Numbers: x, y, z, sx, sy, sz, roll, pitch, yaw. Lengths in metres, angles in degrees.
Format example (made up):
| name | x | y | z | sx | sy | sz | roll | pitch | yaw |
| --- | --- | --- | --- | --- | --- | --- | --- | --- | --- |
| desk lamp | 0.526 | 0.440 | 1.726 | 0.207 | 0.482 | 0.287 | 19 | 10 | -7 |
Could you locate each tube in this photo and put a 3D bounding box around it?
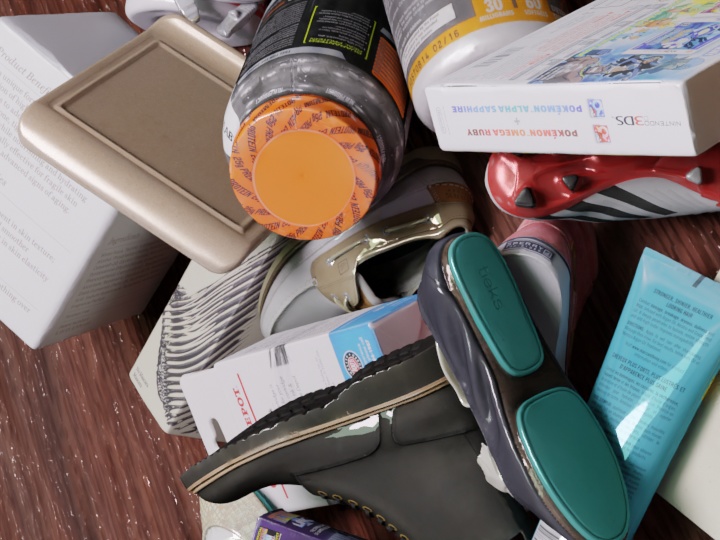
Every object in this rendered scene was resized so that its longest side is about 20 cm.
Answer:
| name | x | y | z | sx | sy | sz | roll | pitch | yaw |
| --- | --- | --- | --- | --- | --- | --- | --- | --- | --- |
| tube | 0.154 | 0.093 | 0.948 | 0.077 | 0.050 | 0.201 | 27 | 97 | 30 |

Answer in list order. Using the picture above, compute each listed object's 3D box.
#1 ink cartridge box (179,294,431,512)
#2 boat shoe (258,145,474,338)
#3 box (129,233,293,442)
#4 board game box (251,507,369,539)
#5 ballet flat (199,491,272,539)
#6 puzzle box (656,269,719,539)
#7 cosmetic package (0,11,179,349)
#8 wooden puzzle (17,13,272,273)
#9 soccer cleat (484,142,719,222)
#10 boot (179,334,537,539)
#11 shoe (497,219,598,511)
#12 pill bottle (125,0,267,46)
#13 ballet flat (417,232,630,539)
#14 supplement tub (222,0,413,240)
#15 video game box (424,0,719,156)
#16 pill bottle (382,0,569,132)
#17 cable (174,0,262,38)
| name | x | y | z | sx | sy | sz | roll | pitch | yaw |
| --- | --- | --- | --- | --- | --- | --- | --- | --- | --- |
| ink cartridge box | -0.023 | 0.095 | 1.125 | 0.199 | 0.067 | 0.117 | -16 | 98 | 44 |
| boat shoe | 0.000 | 0.000 | 1.153 | 0.200 | 0.074 | 0.069 | -44 | 45 | 29 |
| box | -0.094 | 0.028 | 1.252 | 0.082 | 0.068 | 0.201 | 47 | 115 | 44 |
| board game box | -0.012 | 0.274 | 1.049 | 0.164 | 0.057 | 0.202 | 16 | 92 | 12 |
| ballet flat | -0.063 | 0.224 | 1.120 | 0.200 | 0.062 | 0.068 | 53 | 137 | 15 |
| puzzle box | 0.242 | 0.103 | 0.899 | 0.200 | 0.025 | 0.134 | 40 | 109 | 45 |
| cosmetic package | -0.227 | -0.076 | 1.312 | 0.167 | 0.166 | 0.201 | 40 | 112 | 14 |
| wooden puzzle | -0.120 | -0.092 | 1.181 | 0.184 | 0.200 | 0.037 | 33 | 131 | 7 |
| soccer cleat | 0.172 | -0.062 | 0.960 | 0.198 | 0.085 | 0.069 | -7 | 87 | 9 |
| boot | -0.002 | 0.140 | 1.012 | 0.199 | 0.077 | 0.139 | -25 | 95 | 26 |
| shoe | 0.107 | 0.056 | 1.033 | 0.071 | 0.091 | 0.202 | 16 | 121 | 19 |
| pill bottle | -0.121 | -0.292 | 1.331 | 0.113 | 0.113 | 0.202 | 1 | 81 | 47 |
| ballet flat | 0.087 | 0.075 | 0.935 | 0.073 | 0.073 | 0.201 | -36 | 73 | 35 |
| supplement tub | -0.025 | -0.113 | 1.115 | 0.123 | 0.122 | 0.201 | -45 | 17 | 29 |
| video game box | 0.168 | -0.119 | 0.922 | 0.181 | 0.199 | 0.047 | 3 | 116 | 49 |
| pill bottle | 0.069 | -0.197 | 1.099 | 0.116 | 0.116 | 0.201 | -36 | 56 | 36 |
| cable | -0.092 | -0.306 | 1.244 | 0.201 | 0.200 | 0.069 | 53 | 165 | -3 |
